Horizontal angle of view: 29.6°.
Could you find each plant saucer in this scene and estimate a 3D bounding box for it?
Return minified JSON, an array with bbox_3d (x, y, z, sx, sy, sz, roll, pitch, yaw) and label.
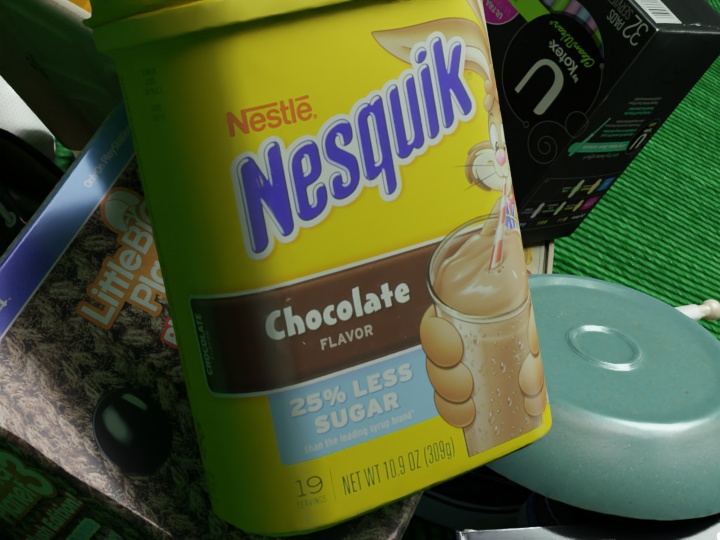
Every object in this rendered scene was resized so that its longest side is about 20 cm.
[{"bbox_3d":[0.125,0.053,0.720,0.197,0.036,0.201,10,29,-5],"label":"plant saucer"}]

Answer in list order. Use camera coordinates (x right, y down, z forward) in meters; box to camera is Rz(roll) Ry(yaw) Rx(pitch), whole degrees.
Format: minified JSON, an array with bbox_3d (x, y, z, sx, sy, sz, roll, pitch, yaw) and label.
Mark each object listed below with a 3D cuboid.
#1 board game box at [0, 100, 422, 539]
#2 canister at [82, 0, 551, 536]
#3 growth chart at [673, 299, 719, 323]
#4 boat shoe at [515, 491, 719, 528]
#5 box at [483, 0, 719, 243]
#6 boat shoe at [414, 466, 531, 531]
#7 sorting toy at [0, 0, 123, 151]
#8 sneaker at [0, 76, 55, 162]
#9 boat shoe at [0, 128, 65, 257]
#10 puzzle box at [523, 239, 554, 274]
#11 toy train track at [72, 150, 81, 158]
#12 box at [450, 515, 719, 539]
[{"bbox_3d":[-0.072,0.058,0.593,0.199,0.097,0.160,34,55,-6],"label":"board game box"},{"bbox_3d":[-0.008,-0.021,0.505,0.147,0.086,0.203,-17,102,-28],"label":"canister"},{"bbox_3d":[0.178,0.116,0.800,0.143,0.018,0.203,-1,74,-28],"label":"growth chart"},{"bbox_3d":[0.184,0.126,0.737,0.197,0.073,0.073,-4,54,-28],"label":"boat shoe"},{"bbox_3d":[0.129,-0.137,0.953,0.123,0.201,0.149,-10,55,-49],"label":"box"},{"bbox_3d":[0.033,0.083,0.747,0.197,0.068,0.074,25,33,-20],"label":"boat shoe"},{"bbox_3d":[-0.098,-0.077,0.648,0.198,0.037,0.185,27,-15,25],"label":"sorting toy"},{"bbox_3d":[-0.206,-0.151,0.762,0.073,0.116,0.201,2,48,-46],"label":"sneaker"},{"bbox_3d":[-0.129,0.007,0.687,0.200,0.061,0.074,41,30,5],"label":"boat shoe"},{"bbox_3d":[0.080,-0.029,0.982,0.132,0.025,0.201,33,31,-10],"label":"puzzle box"},{"bbox_3d":[-0.095,-0.017,0.750,0.199,0.033,0.114,37,31,31],"label":"toy train track"},{"bbox_3d":[0.145,0.199,0.637,0.197,0.046,0.161,0,57,-14],"label":"box"}]
